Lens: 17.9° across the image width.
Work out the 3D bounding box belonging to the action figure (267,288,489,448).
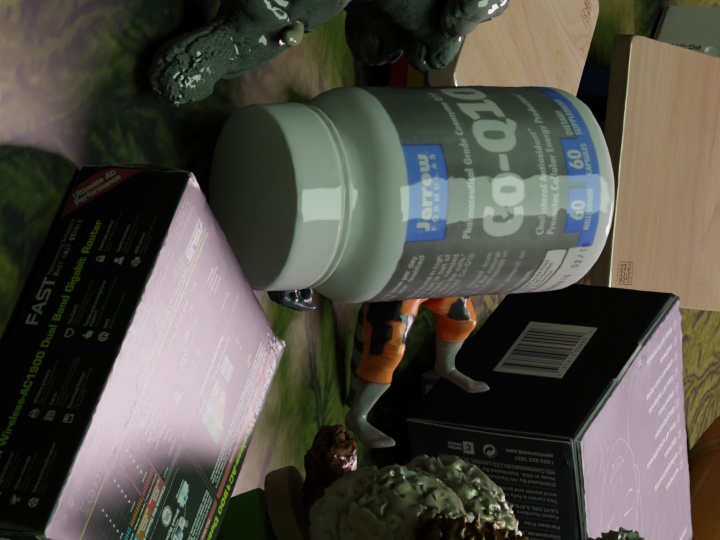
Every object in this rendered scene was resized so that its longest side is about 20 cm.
[{"bbox_3d":[0.000,0.000,1.327,0.199,0.104,0.195,-19,107,-38],"label":"action figure"}]

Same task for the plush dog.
[{"bbox_3d":[0.038,0.160,1.159,0.161,0.199,0.172,-53,130,-15],"label":"plush dog"}]

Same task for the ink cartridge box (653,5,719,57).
[{"bbox_3d":[0.336,-0.129,1.981,0.201,0.143,0.085,72,31,-44],"label":"ink cartridge box"}]

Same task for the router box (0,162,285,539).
[{"bbox_3d":[-0.112,0.073,1.072,0.150,0.062,0.201,64,38,-50],"label":"router box"}]

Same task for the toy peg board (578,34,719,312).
[{"bbox_3d":[0.218,-0.074,1.813,0.198,0.097,0.202,5,90,-51],"label":"toy peg board"}]

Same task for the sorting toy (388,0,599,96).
[{"bbox_3d":[0.079,-0.150,1.465,0.200,0.069,0.200,60,41,-55],"label":"sorting toy"}]

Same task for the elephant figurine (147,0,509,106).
[{"bbox_3d":[-0.018,-0.173,1.177,0.199,0.141,0.156,4,63,-52],"label":"elephant figurine"}]

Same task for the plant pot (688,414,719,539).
[{"bbox_3d":[0.353,0.253,2.083,0.183,0.199,0.202,-40,134,-37],"label":"plant pot"}]

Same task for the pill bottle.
[{"bbox_3d":[0.026,-0.041,1.215,0.199,0.113,0.115,-3,100,-33],"label":"pill bottle"}]

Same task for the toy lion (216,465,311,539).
[{"bbox_3d":[-0.020,0.229,1.227,0.200,0.068,0.193,55,19,-56],"label":"toy lion"}]

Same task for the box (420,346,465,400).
[{"bbox_3d":[0.092,0.107,1.604,0.200,0.032,0.122,-30,123,-64],"label":"box"}]

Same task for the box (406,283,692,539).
[{"bbox_3d":[0.131,0.140,1.508,0.200,0.123,0.198,-46,134,-52],"label":"box"}]
